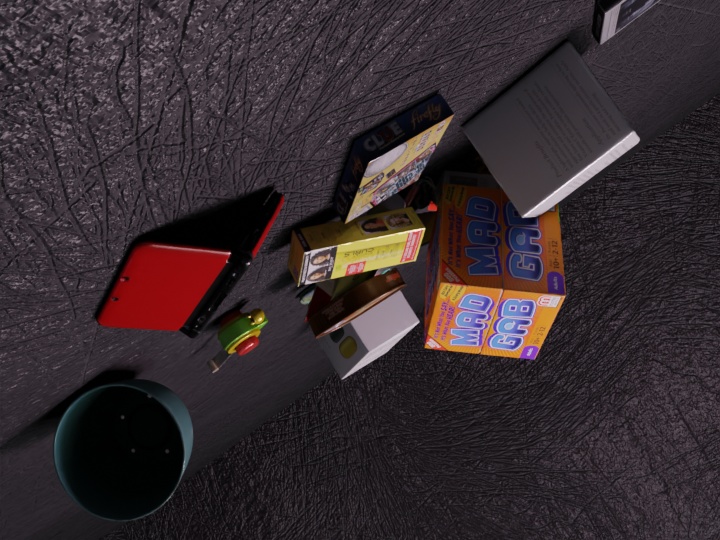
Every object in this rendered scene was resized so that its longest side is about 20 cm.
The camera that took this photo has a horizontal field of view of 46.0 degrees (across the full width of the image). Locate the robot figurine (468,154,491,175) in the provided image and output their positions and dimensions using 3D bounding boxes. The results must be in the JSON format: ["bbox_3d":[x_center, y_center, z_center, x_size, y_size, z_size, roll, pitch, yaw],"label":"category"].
[{"bbox_3d":[0.282,-0.216,1.515,0.198,0.059,0.145,-28,168,-37],"label":"robot figurine"}]

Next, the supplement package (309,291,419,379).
[{"bbox_3d":[0.004,0.120,1.918,0.149,0.153,0.200,-28,169,-29],"label":"supplement package"}]

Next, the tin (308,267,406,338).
[{"bbox_3d":[-0.007,0.054,1.403,0.111,0.042,0.199,-16,166,-49],"label":"tin"}]

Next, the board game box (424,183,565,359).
[{"bbox_3d":[0.218,0.004,1.430,0.195,0.203,0.201,5,145,-1],"label":"board game box"}]

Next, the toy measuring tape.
[{"bbox_3d":[-0.223,0.124,1.423,0.073,0.074,0.200,-22,164,-50],"label":"toy measuring tape"}]

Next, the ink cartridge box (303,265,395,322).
[{"bbox_3d":[0.000,0.000,1.454,0.199,0.044,0.179,-25,140,-45],"label":"ink cartridge box"}]

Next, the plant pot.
[{"bbox_3d":[-0.350,0.261,1.314,0.199,0.202,0.161,-34,-178,4],"label":"plant pot"}]

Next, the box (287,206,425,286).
[{"bbox_3d":[-0.006,-0.036,1.237,0.197,0.050,0.076,-12,140,-26],"label":"box"}]

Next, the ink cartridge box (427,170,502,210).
[{"bbox_3d":[0.209,-0.118,1.530,0.157,0.048,0.200,5,164,-3],"label":"ink cartridge box"}]

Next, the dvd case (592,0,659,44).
[{"bbox_3d":[0.409,-0.400,1.163,0.199,0.025,0.150,-36,171,10],"label":"dvd case"}]

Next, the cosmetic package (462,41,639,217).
[{"bbox_3d":[0.291,-0.205,1.284,0.199,0.166,0.165,-37,171,20],"label":"cosmetic package"}]

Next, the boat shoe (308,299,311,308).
[{"bbox_3d":[-0.027,0.005,1.532,0.202,0.057,0.067,-56,151,6],"label":"boat shoe"}]

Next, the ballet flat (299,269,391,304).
[{"bbox_3d":[-0.023,0.027,1.634,0.198,0.075,0.074,-32,170,-13],"label":"ballet flat"}]

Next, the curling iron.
[{"bbox_3d":[0.063,-0.064,1.396,0.202,0.049,0.026,-56,-171,8],"label":"curling iron"}]

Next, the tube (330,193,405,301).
[{"bbox_3d":[0.012,-0.034,1.336,0.057,0.052,0.202,14,127,-17],"label":"tube"}]

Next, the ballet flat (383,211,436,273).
[{"bbox_3d":[0.084,-0.065,1.562,0.198,0.067,0.067,-34,-158,12],"label":"ballet flat"}]

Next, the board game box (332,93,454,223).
[{"bbox_3d":[0.038,-0.143,1.118,0.134,0.035,0.200,-32,170,-18],"label":"board game box"}]

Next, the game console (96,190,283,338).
[{"bbox_3d":[-0.199,-0.014,0.992,0.200,0.118,0.174,-45,-163,49],"label":"game console"}]
